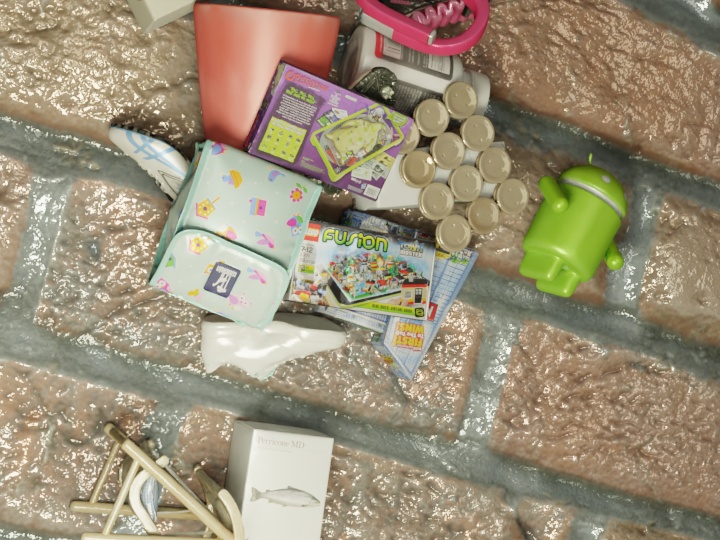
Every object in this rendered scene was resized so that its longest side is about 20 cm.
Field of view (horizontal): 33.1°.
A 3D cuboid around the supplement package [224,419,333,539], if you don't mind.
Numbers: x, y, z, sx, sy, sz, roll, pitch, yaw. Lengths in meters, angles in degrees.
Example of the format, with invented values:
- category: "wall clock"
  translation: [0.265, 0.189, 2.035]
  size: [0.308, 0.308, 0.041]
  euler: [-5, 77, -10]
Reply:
- category: "supplement package"
  translation: [-0.117, 0.310, 1.613]
  size: [0.115, 0.117, 0.203]
  euler: [9, 87, -17]

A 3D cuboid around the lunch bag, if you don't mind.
- category: "lunch bag"
  translation: [-0.161, -0.043, 1.529]
  size: [0.168, 0.122, 0.203]
  euler: [22, 84, -18]

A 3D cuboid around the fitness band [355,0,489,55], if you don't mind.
- category: "fitness band"
  translation: [0.079, -0.367, 1.642]
  size: [0.198, 0.038, 0.144]
  euler: [28, 57, 11]

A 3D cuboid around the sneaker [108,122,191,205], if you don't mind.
- category: "sneaker"
  translation: [-0.250, -0.126, 1.597]
  size: [0.199, 0.072, 0.073]
  euler: [33, 87, -12]

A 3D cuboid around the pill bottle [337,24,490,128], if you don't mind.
- category: "pill bottle"
  translation: [0.076, -0.260, 1.682]
  size: [0.197, 0.111, 0.112]
  euler: [15, 85, -17]

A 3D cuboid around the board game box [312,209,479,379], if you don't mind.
- category: "board game box"
  translation: [0.044, 0.040, 1.696]
  size: [0.197, 0.062, 0.203]
  euler: [18, 84, -18]

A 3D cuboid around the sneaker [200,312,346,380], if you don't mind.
- category: "sneaker"
  translation: [-0.118, 0.107, 1.643]
  size: [0.197, 0.075, 0.090]
  euler: [2, 101, -6]

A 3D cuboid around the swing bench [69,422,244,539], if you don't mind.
- category: "swing bench"
  translation: [-0.246, 0.298, 1.527]
  size: [0.198, 0.199, 0.131]
  euler: [26, 82, -17]

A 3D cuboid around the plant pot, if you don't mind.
- category: "plant pot"
  translation: [-0.127, -0.249, 1.583]
  size: [0.197, 0.200, 0.180]
  euler: [1, 100, -18]

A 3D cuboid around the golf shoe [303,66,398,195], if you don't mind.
- category: "golf shoe"
  translation: [-0.026, -0.199, 1.615]
  size: [0.076, 0.089, 0.201]
  euler: [16, 123, -35]

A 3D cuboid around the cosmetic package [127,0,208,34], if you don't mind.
- category: "cosmetic package"
  translation: [-0.278, -0.427, 1.577]
  size: [0.103, 0.087, 0.202]
  euler: [-30, 99, -17]

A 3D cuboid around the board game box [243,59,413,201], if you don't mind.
- category: "board game box"
  translation: [-0.039, -0.175, 1.538]
  size: [0.198, 0.032, 0.121]
  euler: [19, 107, -31]

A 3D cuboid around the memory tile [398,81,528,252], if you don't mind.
- category: "memory tile"
  translation: [0.129, -0.139, 1.634]
  size: [0.152, 0.017, 0.202]
  euler: [-32, 100, -16]

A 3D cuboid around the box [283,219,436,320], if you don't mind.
- category: "box"
  translation: [0.000, 0.000, 1.631]
  size: [0.197, 0.035, 0.112]
  euler: [8, 87, -18]

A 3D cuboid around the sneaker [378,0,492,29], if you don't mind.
- category: "sneaker"
  translation: [0.112, -0.396, 1.721]
  size: [0.198, 0.079, 0.096]
  euler: [-24, 80, -20]

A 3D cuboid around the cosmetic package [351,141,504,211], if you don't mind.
- category: "cosmetic package"
  translation: [0.092, -0.130, 1.688]
  size: [0.197, 0.113, 0.083]
  euler: [-5, 91, -20]

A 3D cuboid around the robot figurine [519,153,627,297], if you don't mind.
- category: "robot figurine"
  translation: [0.311, -0.065, 1.756]
  size: [0.175, 0.115, 0.202]
  euler: [38, 77, -31]
